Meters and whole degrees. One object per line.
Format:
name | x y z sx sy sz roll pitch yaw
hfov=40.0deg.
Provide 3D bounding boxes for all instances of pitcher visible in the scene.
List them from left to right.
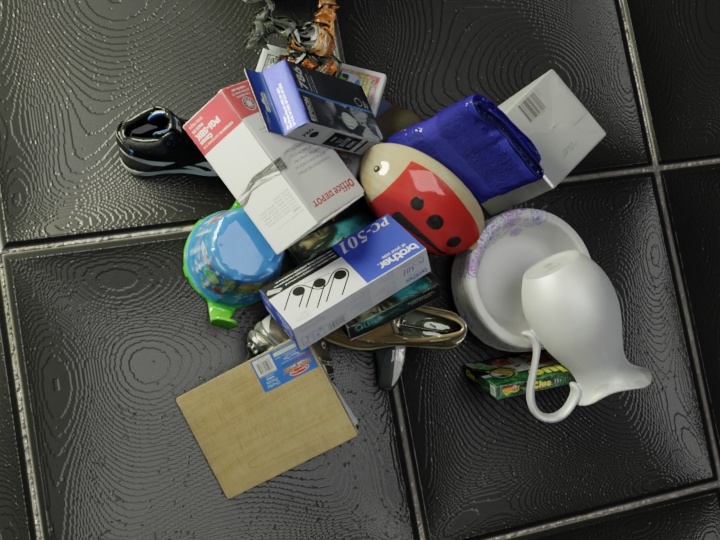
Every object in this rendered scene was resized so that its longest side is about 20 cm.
pitcher | 0.274 0.091 1.318 0.171 0.121 0.201 -29 101 -5

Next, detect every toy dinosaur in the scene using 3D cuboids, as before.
toy dinosaur | -0.082 -0.308 1.330 0.135 0.102 0.201 18 83 -13

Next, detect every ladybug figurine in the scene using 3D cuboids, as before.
ladybug figurine | 0.078 -0.085 1.317 0.200 0.136 0.072 36 55 -11

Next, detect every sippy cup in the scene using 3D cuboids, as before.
sippy cup | -0.158 -0.023 1.296 0.139 0.130 0.178 -21 89 -18

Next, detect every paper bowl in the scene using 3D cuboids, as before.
paper bowl | 0.226 0.017 1.420 0.200 0.104 0.202 3 80 -17

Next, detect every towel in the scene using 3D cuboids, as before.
towel | 0.129 -0.150 1.308 0.148 0.200 0.050 44 52 -21

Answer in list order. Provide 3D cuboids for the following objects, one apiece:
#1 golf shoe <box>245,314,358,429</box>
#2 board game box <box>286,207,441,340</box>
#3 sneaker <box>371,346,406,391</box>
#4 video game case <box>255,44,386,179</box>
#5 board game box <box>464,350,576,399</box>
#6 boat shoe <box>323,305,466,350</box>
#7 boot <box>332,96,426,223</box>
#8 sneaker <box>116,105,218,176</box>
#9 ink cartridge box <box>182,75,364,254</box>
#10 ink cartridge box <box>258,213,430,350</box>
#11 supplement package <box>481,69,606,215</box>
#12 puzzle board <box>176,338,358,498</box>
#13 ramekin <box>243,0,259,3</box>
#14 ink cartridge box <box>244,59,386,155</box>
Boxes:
golf shoe | -0.060 0.134 1.331 0.200 0.078 0.094 47 72 -7
board game box | 0.000 0.000 1.317 0.135 0.200 0.028 -26 132 -14
sneaker | 0.019 0.068 1.376 0.084 0.074 0.201 -2 79 -2
video game case | -0.076 -0.203 1.376 0.181 0.024 0.201 15 77 5
board game box | 0.260 0.141 1.412 0.199 0.105 0.024 -9 107 -18
boat shoe | 0.041 0.067 1.299 0.199 0.076 0.072 0 81 0
boot | 0.009 -0.159 1.413 0.200 0.075 0.097 -43 73 -12
sneaker | -0.218 -0.173 1.294 0.199 0.112 0.073 -10 74 -9
ink cartridge box | -0.106 -0.138 1.250 0.200 0.083 0.147 54 31 -2
ink cartridge box | -0.019 0.012 1.253 0.200 0.094 0.044 -30 135 -15
supplement package | 0.225 -0.175 1.398 0.121 0.200 0.120 -44 96 -18
puzzle board | -0.122 0.190 1.290 0.199 0.017 0.151 -28 90 11
ramekin | -0.107 -0.445 1.345 0.200 0.200 0.105 -27 99 -19
ink cartridge box | -0.054 -0.209 1.269 0.200 0.039 0.100 4 59 -51
